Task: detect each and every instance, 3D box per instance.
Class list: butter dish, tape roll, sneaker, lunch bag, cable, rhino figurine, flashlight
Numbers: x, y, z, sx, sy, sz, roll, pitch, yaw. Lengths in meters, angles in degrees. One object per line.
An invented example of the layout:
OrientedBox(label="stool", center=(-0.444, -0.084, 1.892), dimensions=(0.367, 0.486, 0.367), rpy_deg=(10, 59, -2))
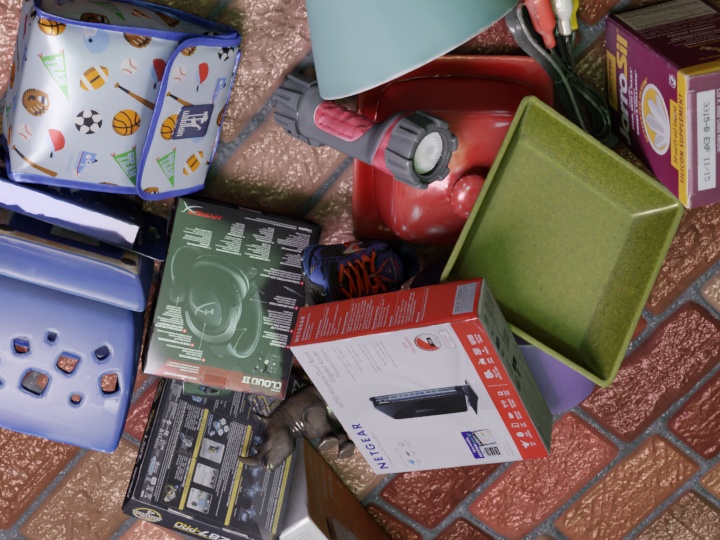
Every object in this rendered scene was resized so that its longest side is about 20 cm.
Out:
OrientedBox(label="butter dish", center=(0.097, -0.097, 1.201), dimensions=(0.199, 0.148, 0.200), rpy_deg=(0, 118, -6))
OrientedBox(label="tape roll", center=(0.146, 0.061, 1.256), dimensions=(0.199, 0.200, 0.085), rpy_deg=(-2, 116, -5))
OrientedBox(label="sneaker", center=(0.000, 0.000, 1.213), dimensions=(0.078, 0.200, 0.076), rpy_deg=(-10, 99, 23))
OrientedBox(label="lunch bag", center=(-0.221, -0.162, 1.152), dimensions=(0.199, 0.124, 0.171), rpy_deg=(7, 117, -25))
OrientedBox(label="cable", center=(0.199, -0.204, 1.189), dimensions=(0.050, 0.097, 0.201), rpy_deg=(-7, 116, 44))
OrientedBox(label="rhino figurine", center=(-0.036, 0.148, 1.258), dimensions=(0.199, 0.088, 0.060), rpy_deg=(-27, 142, 0))
OrientedBox(label="flashlight", center=(-0.002, -0.136, 1.147), dimensions=(0.068, 0.200, 0.068), rpy_deg=(-54, 140, -8))

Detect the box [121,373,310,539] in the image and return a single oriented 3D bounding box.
OrientedBox(label="box", center=(-0.146, 0.180, 1.290), dimensions=(0.160, 0.201, 0.049), rpy_deg=(21, 144, -16))

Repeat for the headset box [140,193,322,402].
OrientedBox(label="headset box", center=(-0.135, 0.034, 1.249), dimensions=(0.148, 0.077, 0.201), rpy_deg=(11, 97, -12))

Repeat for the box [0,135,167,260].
OrientedBox(label="box", center=(-0.277, -0.073, 1.187), dimensions=(0.199, 0.121, 0.033), rpy_deg=(20, 109, -16))

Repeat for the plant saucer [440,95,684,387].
OrientedBox(label="plant saucer", center=(0.179, -0.025, 1.134), dimensions=(0.199, 0.048, 0.201), rpy_deg=(31, 75, -19))

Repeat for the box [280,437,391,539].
OrientedBox(label="box", center=(-0.049, 0.319, 1.392), dimensions=(0.106, 0.152, 0.200), rpy_deg=(-32, 117, 10))

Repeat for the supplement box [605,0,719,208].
OrientedBox(label="supplement box", center=(0.312, -0.164, 1.158), dimensions=(0.103, 0.200, 0.132), rpy_deg=(-12, 118, -5))

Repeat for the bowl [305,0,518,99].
OrientedBox(label="bowl", center=(0.030, -0.245, 1.099), dimensions=(0.200, 0.201, 0.105), rpy_deg=(-27, 106, 7))

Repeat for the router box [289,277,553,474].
OrientedBox(label="router box", center=(0.060, 0.102, 1.117), dimensions=(0.179, 0.049, 0.200), rpy_deg=(-10, 133, 24))

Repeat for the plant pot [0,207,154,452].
OrientedBox(label="plant pot", center=(-0.302, 0.036, 1.203), dimensions=(0.199, 0.200, 0.181), rpy_deg=(16, 108, -12))
